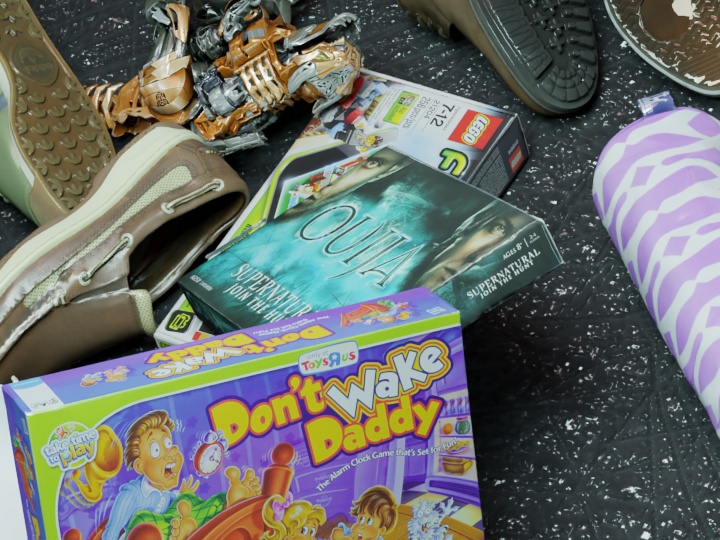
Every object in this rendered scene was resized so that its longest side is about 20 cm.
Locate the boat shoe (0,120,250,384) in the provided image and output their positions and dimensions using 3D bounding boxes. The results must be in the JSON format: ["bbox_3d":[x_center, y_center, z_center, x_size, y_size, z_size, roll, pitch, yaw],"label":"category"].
[{"bbox_3d":[-0.137,0.010,1.554,0.075,0.075,0.202,33,74,27],"label":"boat shoe"}]

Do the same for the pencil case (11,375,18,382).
[{"bbox_3d":[-0.229,0.139,1.473,0.200,0.078,0.090,-30,55,-8],"label":"pencil case"}]

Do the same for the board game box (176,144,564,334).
[{"bbox_3d":[0.000,0.000,1.446,0.135,0.028,0.200,-33,22,-11],"label":"board game box"}]

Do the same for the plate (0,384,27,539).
[{"bbox_3d":[-0.147,0.146,1.367,0.032,0.199,0.201,-38,53,37],"label":"plate"}]

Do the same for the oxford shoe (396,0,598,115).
[{"bbox_3d":[0.065,-0.155,1.641,0.072,0.085,0.200,-11,58,-33],"label":"oxford shoe"}]

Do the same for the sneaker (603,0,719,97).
[{"bbox_3d":[0.160,-0.174,1.622,0.073,0.085,0.200,-43,67,18],"label":"sneaker"}]

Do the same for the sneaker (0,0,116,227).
[{"bbox_3d":[-0.203,-0.080,1.670,0.067,0.090,0.201,-7,60,-45],"label":"sneaker"}]

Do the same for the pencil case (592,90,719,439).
[{"bbox_3d":[0.181,0.007,1.448,0.085,0.084,0.200,-13,48,-10],"label":"pencil case"}]

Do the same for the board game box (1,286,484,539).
[{"bbox_3d":[-0.048,0.096,1.316,0.199,0.135,0.045,-13,19,-18],"label":"board game box"}]

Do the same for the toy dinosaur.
[{"bbox_3d":[-0.087,-0.119,1.642,0.199,0.102,0.136,0,62,15],"label":"toy dinosaur"}]

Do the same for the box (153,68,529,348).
[{"bbox_3d":[-0.008,-0.015,1.561,0.110,0.035,0.200,17,58,30],"label":"box"}]
